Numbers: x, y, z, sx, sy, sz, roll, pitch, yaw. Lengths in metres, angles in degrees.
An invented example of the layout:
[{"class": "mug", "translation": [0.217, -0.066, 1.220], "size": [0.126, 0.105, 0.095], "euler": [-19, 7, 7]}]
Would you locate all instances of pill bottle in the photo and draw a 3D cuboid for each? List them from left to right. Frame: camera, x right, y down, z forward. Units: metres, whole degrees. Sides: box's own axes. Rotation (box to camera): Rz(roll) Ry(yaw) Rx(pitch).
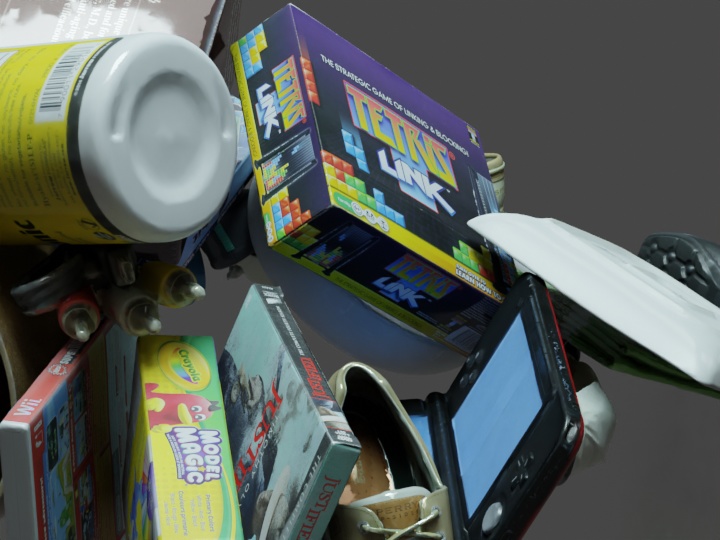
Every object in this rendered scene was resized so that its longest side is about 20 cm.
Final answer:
[{"class": "pill bottle", "translation": [-0.173, -0.069, 1.231], "size": [0.200, 0.112, 0.111], "euler": [1, 18, 39]}]

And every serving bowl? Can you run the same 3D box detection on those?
[{"class": "serving bowl", "translation": [0.000, 0.000, 1.517], "size": [0.200, 0.066, 0.200], "euler": [32, 27, -18]}]

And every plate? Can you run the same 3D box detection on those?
[{"class": "plate", "translation": [0.188, 0.024, 1.424], "size": [0.200, 0.032, 0.199], "euler": [36, 10, 33]}]

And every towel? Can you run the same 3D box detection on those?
[{"class": "towel", "translation": [0.156, 0.025, 1.500], "size": [0.149, 0.031, 0.200], "euler": [15, 14, -42]}]

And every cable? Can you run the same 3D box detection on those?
[{"class": "cable", "translation": [-0.154, 0.003, 1.271], "size": [0.097, 0.050, 0.200], "euler": [-17, 14, -13]}]

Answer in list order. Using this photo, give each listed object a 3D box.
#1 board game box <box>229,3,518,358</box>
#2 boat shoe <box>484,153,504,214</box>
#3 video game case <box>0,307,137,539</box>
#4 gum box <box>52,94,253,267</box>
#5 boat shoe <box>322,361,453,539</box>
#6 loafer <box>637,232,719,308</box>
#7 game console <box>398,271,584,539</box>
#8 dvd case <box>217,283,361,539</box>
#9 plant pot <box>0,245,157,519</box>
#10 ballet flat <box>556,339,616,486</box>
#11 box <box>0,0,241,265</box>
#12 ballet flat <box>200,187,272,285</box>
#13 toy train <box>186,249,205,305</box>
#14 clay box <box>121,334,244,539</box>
[{"class": "board game box", "translation": [0.014, -0.054, 1.420], "size": [0.200, 0.057, 0.166], "euler": [29, 38, -44]}, {"class": "boat shoe", "translation": [0.012, -0.062, 1.726], "size": [0.200, 0.063, 0.073], "euler": [0, 24, -3]}, {"class": "video game case", "translation": [-0.151, 0.104, 1.243], "size": [0.017, 0.143, 0.200], "euler": [5, 24, 12]}, {"class": "gum box", "translation": [-0.184, -0.078, 1.491], "size": [0.200, 0.045, 0.170], "euler": [29, 59, 10]}, {"class": "boat shoe", "translation": [0.012, 0.140, 1.180], "size": [0.075, 0.068, 0.200], "euler": [-11, 54, -18]}, {"class": "loafer", "translation": [0.264, 0.025, 1.551], "size": [0.070, 0.068, 0.200], "euler": [9, 14, -35]}, {"class": "game console", "translation": [0.031, 0.090, 1.318], "size": [0.119, 0.173, 0.200], "euler": [24, 23, -15]}, {"class": "dvd case", "translation": [-0.058, 0.111, 1.239], "size": [0.022, 0.146, 0.200], "euler": [17, 19, -23]}, {"class": "plant pot", "translation": [-0.217, 0.054, 1.340], "size": [0.186, 0.187, 0.200], "euler": [15, 16, 27]}, {"class": "ballet flat", "translation": [0.122, 0.084, 1.402], "size": [0.068, 0.068, 0.200], "euler": [10, 26, -5]}, {"class": "box", "translation": [-0.187, -0.131, 1.398], "size": [0.200, 0.166, 0.164], "euler": [13, 55, 1]}, {"class": "ballet flat", "translation": [-0.059, -0.016, 1.601], "size": [0.073, 0.073, 0.200], "euler": [13, 0, 24]}, {"class": "toy train", "translation": [-0.191, -0.023, 1.601], "size": [0.116, 0.085, 0.200], "euler": [-7, 25, -21]}, {"class": "clay box", "translation": [-0.093, 0.138, 1.174], "size": [0.048, 0.115, 0.200], "euler": [1, 36, -12]}]
